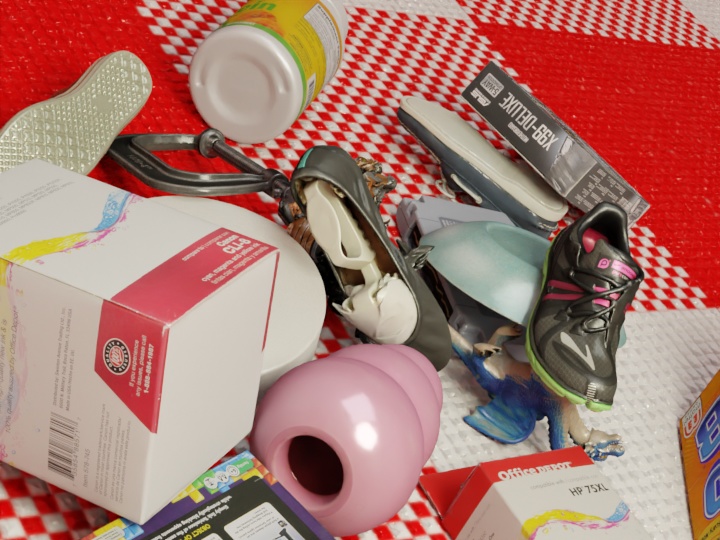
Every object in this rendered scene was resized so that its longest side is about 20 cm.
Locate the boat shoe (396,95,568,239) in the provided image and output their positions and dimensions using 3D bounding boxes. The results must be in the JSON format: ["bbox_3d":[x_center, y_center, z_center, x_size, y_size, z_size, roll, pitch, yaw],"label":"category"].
[{"bbox_3d":[0.111,-0.097,1.560,0.199,0.062,0.075,35,30,4],"label":"boat shoe"}]

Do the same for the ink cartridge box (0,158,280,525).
[{"bbox_3d":[-0.178,0.038,1.021,0.198,0.147,0.145,21,28,19],"label":"ink cartridge box"}]

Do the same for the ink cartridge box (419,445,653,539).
[{"bbox_3d":[0.144,0.201,1.173,0.115,0.068,0.201,-3,44,-41],"label":"ink cartridge box"}]

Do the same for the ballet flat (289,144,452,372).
[{"bbox_3d":[0.000,0.000,1.216,0.201,0.068,0.068,59,29,-2],"label":"ballet flat"}]

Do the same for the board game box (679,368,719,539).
[{"bbox_3d":[0.408,0.158,1.315,0.198,0.201,0.201,24,33,-10],"label":"board game box"}]

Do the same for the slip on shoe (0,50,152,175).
[{"bbox_3d":[-0.246,-0.114,1.308,0.074,0.061,0.200,52,43,-14],"label":"slip on shoe"}]

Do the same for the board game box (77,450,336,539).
[{"bbox_3d":[-0.087,0.216,0.981,0.165,0.057,0.199,44,35,18],"label":"board game box"}]

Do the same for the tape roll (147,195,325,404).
[{"bbox_3d":[-0.124,0.021,1.195,0.200,0.037,0.204,9,41,-8],"label":"tape roll"}]

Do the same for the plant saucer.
[{"bbox_3d":[0.148,0.001,1.366,0.199,0.039,0.201,23,18,-8],"label":"plant saucer"}]

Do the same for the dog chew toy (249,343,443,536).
[{"bbox_3d":[0.002,0.109,1.143,0.124,0.125,0.200,35,25,10],"label":"dog chew toy"}]

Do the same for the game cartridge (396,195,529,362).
[{"bbox_3d":[0.117,0.013,1.439,0.132,0.041,0.201,8,38,-25],"label":"game cartridge"}]

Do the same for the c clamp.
[{"bbox_3d":[-0.121,-0.087,1.332,0.169,0.027,0.199,-10,24,-34],"label":"c clamp"}]

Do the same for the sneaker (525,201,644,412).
[{"bbox_3d":[0.179,0.022,1.243,0.076,0.084,0.201,19,46,-13],"label":"sneaker"}]

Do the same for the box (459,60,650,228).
[{"bbox_3d":[0.200,-0.120,1.601,0.158,0.050,0.200,48,11,24],"label":"box"}]

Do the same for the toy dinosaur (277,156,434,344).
[{"bbox_3d":[-0.022,-0.008,1.314,0.135,0.102,0.201,33,75,7],"label":"toy dinosaur"}]

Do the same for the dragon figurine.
[{"bbox_3d":[0.123,0.102,1.296,0.198,0.100,0.059,20,31,21],"label":"dragon figurine"}]

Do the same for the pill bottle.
[{"bbox_3d":[-0.079,-0.209,1.515,0.110,0.112,0.200,30,32,2],"label":"pill bottle"}]
